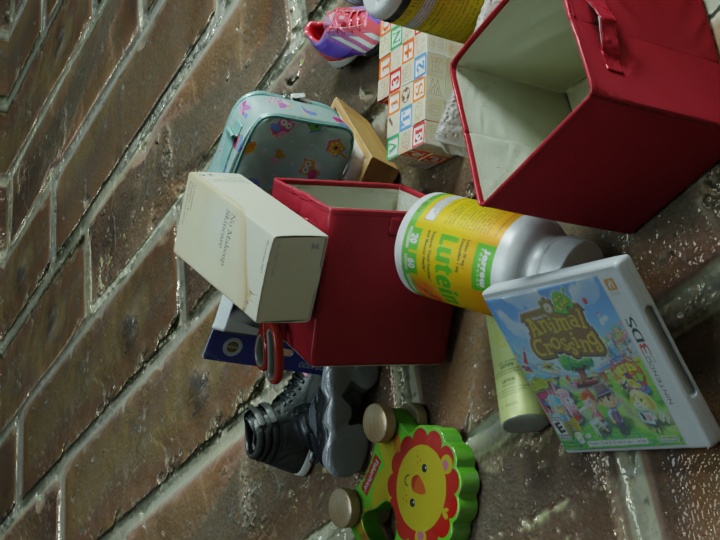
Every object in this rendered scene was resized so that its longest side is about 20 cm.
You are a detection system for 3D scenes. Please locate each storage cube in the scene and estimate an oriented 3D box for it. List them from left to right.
[{"bbox_3d":[0.000,0.000,1.534,0.171,0.199,0.181,30,115,60],"label":"storage cube"},{"bbox_3d":[0.211,-0.158,1.213,0.200,0.179,0.172,-48,42,47],"label":"storage cube"}]

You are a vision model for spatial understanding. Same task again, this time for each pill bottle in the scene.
[{"bbox_3d":[0.112,-0.299,1.409,0.111,0.199,0.112,-168,90,-68],"label":"pill bottle"},{"bbox_3d":[0.141,-0.009,1.336,0.200,0.111,0.112,16,96,42],"label":"pill bottle"}]

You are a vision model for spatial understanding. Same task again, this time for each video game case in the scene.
[{"bbox_3d":[0.212,0.082,1.196,0.200,0.022,0.183,-16,105,60],"label":"video game case"}]

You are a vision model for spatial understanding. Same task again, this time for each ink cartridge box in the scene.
[{"bbox_3d":[-0.079,0.044,1.668,0.041,0.199,0.201,45,120,55],"label":"ink cartridge box"}]

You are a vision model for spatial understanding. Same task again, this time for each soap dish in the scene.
[{"bbox_3d":[-0.031,-0.103,1.751,0.201,0.081,0.158,-65,32,27],"label":"soap dish"}]

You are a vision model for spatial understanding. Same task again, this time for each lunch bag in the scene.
[{"bbox_3d":[-0.109,-0.127,1.647,0.201,0.160,0.077,-65,32,27],"label":"lunch bag"}]

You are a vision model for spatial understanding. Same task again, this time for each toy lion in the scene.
[{"bbox_3d":[0.058,0.256,1.510,0.192,0.068,0.201,48,124,46],"label":"toy lion"}]

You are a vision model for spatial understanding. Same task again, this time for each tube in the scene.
[{"bbox_3d":[0.160,0.069,1.379,0.052,0.058,0.201,92,176,-61],"label":"tube"}]

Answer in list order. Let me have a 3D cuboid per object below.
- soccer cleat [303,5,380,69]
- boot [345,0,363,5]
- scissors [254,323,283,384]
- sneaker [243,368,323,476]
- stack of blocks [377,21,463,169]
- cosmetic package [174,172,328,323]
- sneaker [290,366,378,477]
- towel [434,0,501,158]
[{"bbox_3d":[-0.008,-0.325,1.768,0.200,0.073,0.068,-11,48,62],"label":"soccer cleat"},{"bbox_3d":[0.010,-0.471,1.809,0.095,0.073,0.201,-18,74,53],"label":"boot"},{"bbox_3d":[-0.104,0.028,1.508,0.073,0.014,0.201,-159,69,-65],"label":"scissors"},{"bbox_3d":[-0.098,0.175,1.773,0.071,0.099,0.201,28,105,62],"label":"sneaker"},{"bbox_3d":[0.074,-0.230,1.617,0.115,0.058,0.201,-21,64,58],"label":"stack of blocks"},{"bbox_3d":[-0.125,-0.028,1.463,0.200,0.073,0.104,35,118,49],"label":"cosmetic package"},{"bbox_3d":[-0.039,0.158,1.689,0.114,0.075,0.201,1,85,59],"label":"sneaker"},{"bbox_3d":[0.166,-0.198,1.365,0.034,0.132,0.201,-70,-2,-72],"label":"towel"}]
